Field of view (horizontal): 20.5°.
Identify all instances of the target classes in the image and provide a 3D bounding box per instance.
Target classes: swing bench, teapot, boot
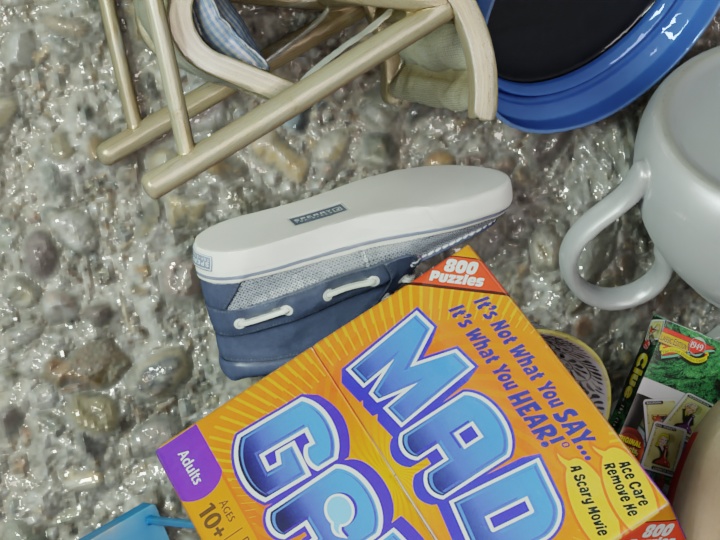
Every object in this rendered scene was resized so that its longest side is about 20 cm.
[{"bbox_3d":[-0.050,-0.131,1.101,0.199,0.199,0.130,-14,100,-13],"label":"swing bench"},{"bbox_3d":[0.254,-0.036,1.222,0.197,0.200,0.146,-47,151,-36],"label":"teapot"},{"bbox_3d":[0.000,0.000,1.207,0.199,0.073,0.091,-14,115,-11],"label":"boot"}]

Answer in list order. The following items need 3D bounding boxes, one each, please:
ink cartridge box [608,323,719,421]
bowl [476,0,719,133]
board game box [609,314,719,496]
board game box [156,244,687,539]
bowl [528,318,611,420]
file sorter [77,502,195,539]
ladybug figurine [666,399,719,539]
[{"bbox_3d":[0.273,0.138,1.279,0.147,0.083,0.200,-36,104,-7],"label":"ink cartridge box"},{"bbox_3d":[0.140,-0.173,1.172,0.200,0.039,0.201,-25,142,-22],"label":"bowl"},{"bbox_3d":[0.248,0.110,1.215,0.200,0.023,0.105,21,90,-15],"label":"board game box"},{"bbox_3d":[0.050,0.156,1.040,0.200,0.200,0.200,-33,139,-2],"label":"board game box"},{"bbox_3d":[0.040,0.085,1.190,0.200,0.094,0.201,-19,135,-19],"label":"bowl"},{"bbox_3d":[-0.115,0.259,1.151,0.139,0.123,0.200,-28,104,-33],"label":"file sorter"},{"bbox_3d":[0.226,0.158,1.153,0.135,0.072,0.201,18,78,-28],"label":"ladybug figurine"}]
